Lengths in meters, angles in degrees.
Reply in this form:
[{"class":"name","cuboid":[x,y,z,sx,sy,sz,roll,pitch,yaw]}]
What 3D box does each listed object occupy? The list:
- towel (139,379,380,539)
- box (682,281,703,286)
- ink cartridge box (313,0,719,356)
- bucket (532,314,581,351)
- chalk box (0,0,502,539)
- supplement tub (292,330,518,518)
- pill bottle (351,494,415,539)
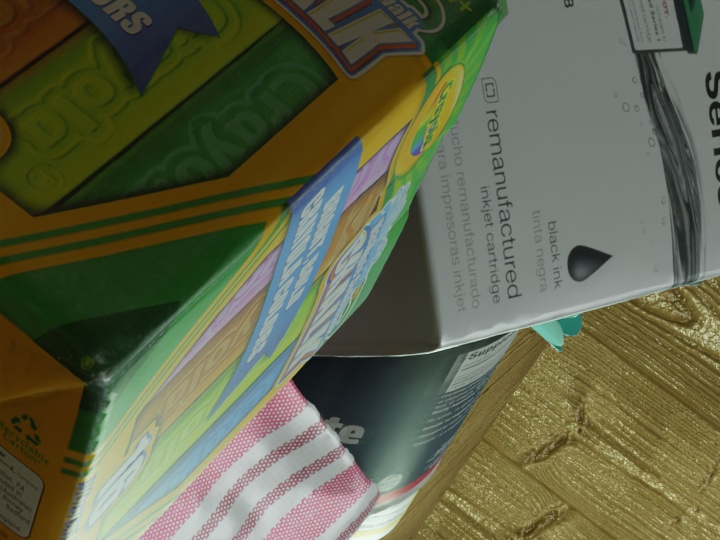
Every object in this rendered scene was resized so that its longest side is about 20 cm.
[{"class":"towel","cuboid":[-0.073,0.075,0.587,0.147,0.030,0.200,-51,136,-18]},{"class":"box","cuboid":[0.174,-0.088,0.792,0.035,0.111,0.200,-2,152,-37]},{"class":"ink cartridge box","cuboid":[0.062,-0.061,0.633,0.199,0.147,0.084,-13,-173,-39]},{"class":"bucket","cuboid":[0.126,-0.070,1.142,0.207,0.135,0.207,-51,171,-12]},{"class":"chalk box","cuboid":[-0.056,-0.035,0.458,0.200,0.125,0.124,-47,169,-39]},{"class":"supplement tub","cuboid":[0.000,0.000,0.782,0.140,0.140,0.200,-44,166,-42]},{"class":"pill bottle","cuboid":[-0.007,0.106,1.195,0.111,0.111,0.200,-43,166,-47]}]
